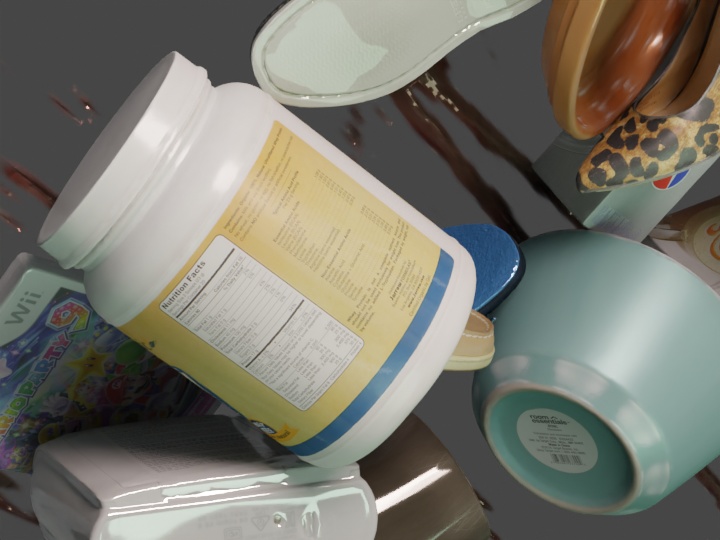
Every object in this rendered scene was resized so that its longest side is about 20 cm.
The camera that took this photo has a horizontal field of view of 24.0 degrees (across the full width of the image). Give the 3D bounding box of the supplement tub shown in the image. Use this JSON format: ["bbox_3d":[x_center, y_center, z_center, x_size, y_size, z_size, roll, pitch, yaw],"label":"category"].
[{"bbox_3d":[-0.054,-0.006,0.891,0.199,0.145,0.145,37,106,-15],"label":"supplement tub"}]

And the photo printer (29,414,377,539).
[{"bbox_3d":[-0.102,0.133,0.990,0.165,0.200,0.070,-5,97,-23],"label":"photo printer"}]

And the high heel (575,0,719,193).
[{"bbox_3d":[0.190,-0.143,0.999,0.199,0.071,0.143,-33,119,-10],"label":"high heel"}]

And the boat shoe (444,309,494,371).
[{"bbox_3d":[0.000,0.000,1.011,0.198,0.072,0.065,24,105,-13],"label":"boat shoe"}]

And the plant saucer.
[{"bbox_3d":[0.160,-0.173,0.980,0.200,0.037,0.201,-49,159,-26],"label":"plant saucer"}]

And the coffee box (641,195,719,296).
[{"bbox_3d":[0.313,-0.003,1.260,0.198,0.115,0.080,-19,138,-21],"label":"coffee box"}]

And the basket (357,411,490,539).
[{"bbox_3d":[-0.018,0.201,1.194,0.199,0.136,0.182,-32,119,-13],"label":"basket"}]

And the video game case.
[{"bbox_3d":[-0.166,0.070,1.037,0.199,0.018,0.144,20,115,-47],"label":"video game case"}]

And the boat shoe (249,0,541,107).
[{"bbox_3d":[0.024,-0.150,0.930,0.198,0.060,0.076,-22,120,-16],"label":"boat shoe"}]

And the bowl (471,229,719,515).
[{"bbox_3d":[0.153,0.084,1.116,0.105,0.199,0.202,-53,154,-37],"label":"bowl"}]

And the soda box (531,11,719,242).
[{"bbox_3d":[0.208,-0.112,1.105,0.200,0.068,0.063,-48,138,14],"label":"soda box"}]

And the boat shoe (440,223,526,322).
[{"bbox_3d":[0.022,0.035,1.116,0.199,0.085,0.069,-28,152,15],"label":"boat shoe"}]
